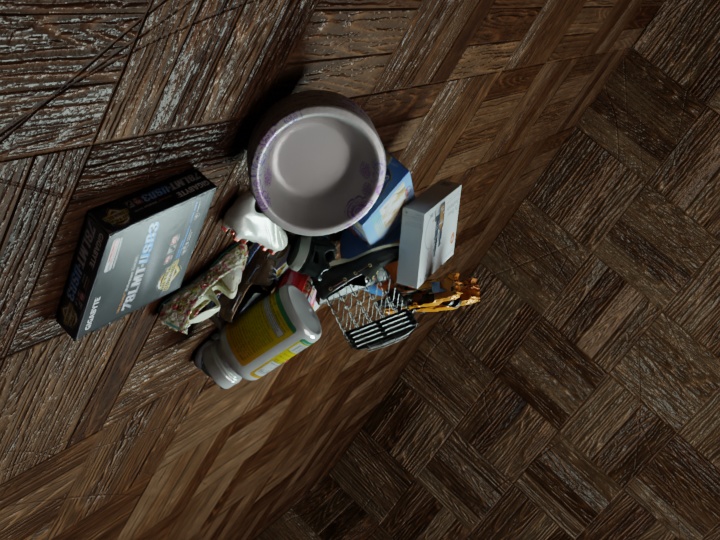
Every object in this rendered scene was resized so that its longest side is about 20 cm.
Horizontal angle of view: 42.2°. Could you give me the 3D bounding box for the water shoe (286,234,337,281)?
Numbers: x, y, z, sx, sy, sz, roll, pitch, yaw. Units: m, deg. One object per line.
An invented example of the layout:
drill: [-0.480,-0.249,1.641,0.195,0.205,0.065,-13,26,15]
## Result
water shoe: [-0.082,-0.041,1.686,0.072,0.078,0.201,-53,-169,28]

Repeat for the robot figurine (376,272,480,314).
robot figurine: [0.129,0.051,1.849,0.197,0.059,0.144,-10,165,34]

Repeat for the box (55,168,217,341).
box: [-0.296,-0.022,1.240,0.198,0.049,0.201,-34,159,-51]

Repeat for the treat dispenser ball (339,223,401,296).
treat dispenser ball: [0.055,-0.048,1.957,0.201,0.200,0.201,-45,166,-15]

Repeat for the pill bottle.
pill bottle: [-0.176,0.122,1.641,0.198,0.114,0.113,-34,169,13]

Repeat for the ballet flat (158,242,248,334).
ballet flat: [-0.242,0.034,1.523,0.200,0.064,0.076,-43,164,-29]

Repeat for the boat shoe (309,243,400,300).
boat shoe: [-0.001,0.001,1.743,0.199,0.064,0.074,-20,168,-29]

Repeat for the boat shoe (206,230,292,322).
boat shoe: [-0.180,0.007,1.626,0.200,0.072,0.072,-48,168,-6]

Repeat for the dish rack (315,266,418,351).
dish rack: [0.014,0.072,1.754,0.151,0.201,0.055,-20,140,-14]

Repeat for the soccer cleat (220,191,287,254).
soccer cleat: [-0.155,-0.077,1.504,0.078,0.069,0.200,-54,163,6]

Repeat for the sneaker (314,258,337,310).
sneaker: [-0.101,0.038,1.988,0.200,0.078,0.099,-47,176,28]

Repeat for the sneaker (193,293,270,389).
sneaker: [-0.223,0.128,1.777,0.200,0.087,0.074,-48,166,-6]

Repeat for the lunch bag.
lunch bag: [-0.128,0.057,1.785,0.177,0.081,0.202,112,-2,-57]

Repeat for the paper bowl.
paper bowl: [-0.067,-0.161,1.351,0.202,0.199,0.105,-54,-155,20]

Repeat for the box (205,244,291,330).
box: [-0.195,0.024,1.691,0.200,0.041,0.039,-43,166,-24]

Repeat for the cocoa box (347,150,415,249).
cocoa box: [0.012,-0.143,1.713,0.134,0.131,0.200,-48,166,-5]

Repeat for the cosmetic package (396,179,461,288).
cosmetic package: [0.134,-0.074,1.808,0.200,0.051,0.153,-39,140,-56]
